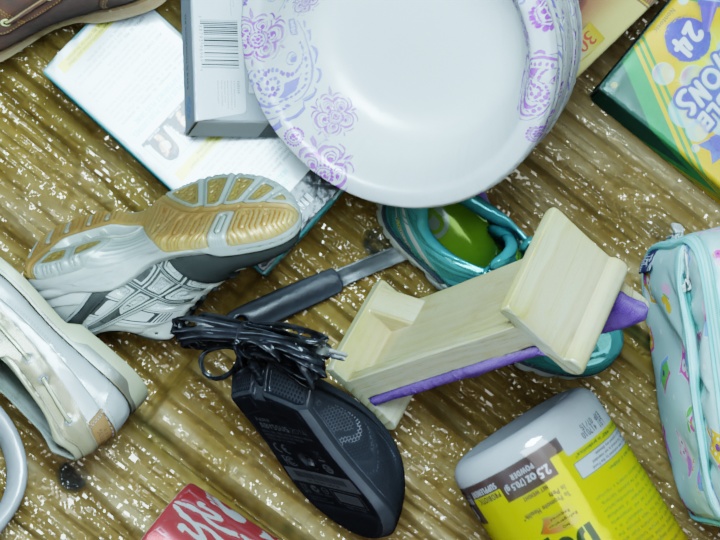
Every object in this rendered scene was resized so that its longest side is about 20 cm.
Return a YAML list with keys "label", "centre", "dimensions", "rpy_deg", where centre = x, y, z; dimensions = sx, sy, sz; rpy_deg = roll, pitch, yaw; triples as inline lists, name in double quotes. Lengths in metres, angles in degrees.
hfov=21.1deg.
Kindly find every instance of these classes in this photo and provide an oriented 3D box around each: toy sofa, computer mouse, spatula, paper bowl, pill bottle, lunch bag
- label: "toy sofa"
  centre: [0.080, 0.043, 1.212]
  dimensions: [0.098, 0.200, 0.083]
  rpy_deg: [42, 56, -19]
- label: "computer mouse"
  centre: [-0.025, 0.093, 1.243]
  dimensions: [0.053, 0.138, 0.200]
  rpy_deg: [-51, 128, -27]
- label: "spatula"
  centre: [0.000, 0.000, 1.306]
  dimensions: [0.200, 0.021, 0.057]
  rpy_deg: [-24, 94, -2]
- label: "paper bowl"
  centre: [0.037, -0.147, 1.175]
  dimensions: [0.201, 0.104, 0.201]
  rpy_deg: [10, 117, 21]
- label: "pill bottle"
  centre: [0.155, 0.184, 1.259]
  dimensions: [0.109, 0.109, 0.200]
  rpy_deg: [-33, 89, -3]
- label: "lunch bag"
  centre: [0.237, 0.064, 1.242]
  dimensions: [0.077, 0.160, 0.200]
  rpy_deg: [-10, 89, -3]

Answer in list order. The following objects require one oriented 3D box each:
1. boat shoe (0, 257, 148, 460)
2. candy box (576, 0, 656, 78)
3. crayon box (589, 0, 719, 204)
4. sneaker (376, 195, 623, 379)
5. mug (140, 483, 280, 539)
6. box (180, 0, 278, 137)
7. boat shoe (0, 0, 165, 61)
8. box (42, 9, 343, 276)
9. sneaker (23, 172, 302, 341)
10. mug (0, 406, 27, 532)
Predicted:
- label: "boat shoe"
  centre: [-0.236, 0.043, 1.257]
  dimensions: [0.200, 0.075, 0.068]
  rpy_deg: [36, 67, 9]
- label: "candy box"
  centre: [0.140, -0.205, 1.276]
  dimensions: [0.200, 0.056, 0.117]
  rpy_deg: [-43, 92, -19]
- label: "crayon box"
  centre: [0.273, -0.105, 1.305]
  dimensions: [0.200, 0.052, 0.126]
  rpy_deg: [39, 87, 0]
- label: "sneaker"
  centre: [0.094, 0.006, 1.272]
  dimensions: [0.200, 0.080, 0.078]
  rpy_deg: [37, 80, -14]
- label: "mug"
  centre: [-0.070, 0.248, 1.227]
  dimensions: [0.200, 0.133, 0.178]
  rpy_deg: [36, 43, 4]
- label: "box"
  centre: [-0.017, -0.166, 1.273]
  dimensions: [0.200, 0.041, 0.156]
  rpy_deg: [-1, 80, -15]
- label: "boat shoe"
  centre: [-0.221, -0.187, 1.258]
  dimensions: [0.200, 0.070, 0.070]
  rpy_deg: [-18, 60, 15]
- label: "box"
  centre: [-0.110, -0.092, 1.292]
  dimensions: [0.200, 0.049, 0.082]
  rpy_deg: [43, 87, 0]
- label: "sneaker"
  centre: [-0.117, -0.002, 1.253]
  dimensions: [0.200, 0.076, 0.088]
  rpy_deg: [-11, 121, 27]
- label: "mug"
  centre: [-0.303, 0.150, 1.240]
  dimensions: [0.200, 0.148, 0.175]
  rpy_deg: [-39, 95, -33]
